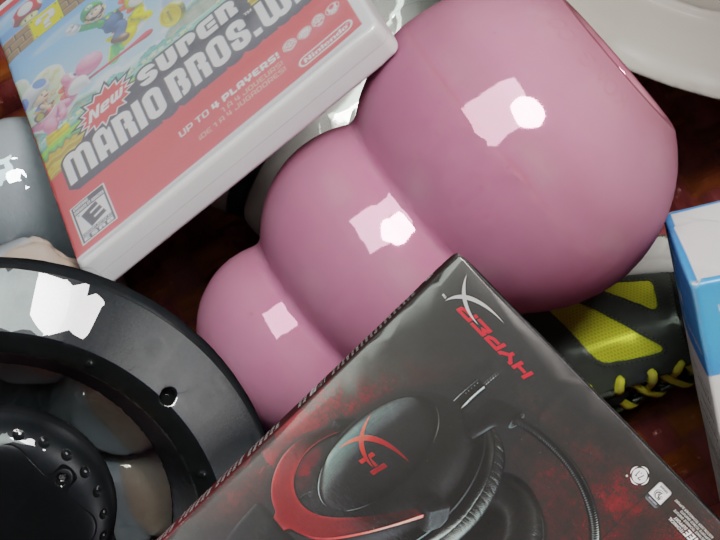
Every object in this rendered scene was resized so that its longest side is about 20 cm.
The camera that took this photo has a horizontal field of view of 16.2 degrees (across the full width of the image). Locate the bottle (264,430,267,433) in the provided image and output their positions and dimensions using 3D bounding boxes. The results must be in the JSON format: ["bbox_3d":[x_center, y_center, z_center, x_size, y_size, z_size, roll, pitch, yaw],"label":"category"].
[{"bbox_3d":[-0.002,0.123,0.984,0.083,0.065,0.200,-23,68,-25],"label":"bottle"}]

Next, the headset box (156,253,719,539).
[{"bbox_3d":[0.012,0.115,0.852,0.200,0.075,0.149,-44,89,1],"label":"headset box"}]

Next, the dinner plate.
[{"bbox_3d":[0.108,-0.134,1.059,0.200,0.200,0.024,41,118,25],"label":"dinner plate"}]

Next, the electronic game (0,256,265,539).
[{"bbox_3d":[-0.131,0.086,0.941,0.200,0.200,0.042,-8,25,5],"label":"electronic game"}]

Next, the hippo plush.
[{"bbox_3d":[-0.132,0.031,1.037,0.159,0.200,0.161,14,39,1],"label":"hippo plush"}]

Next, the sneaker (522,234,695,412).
[{"bbox_3d":[0.108,0.032,1.032,0.200,0.074,0.085,10,71,23],"label":"sneaker"}]

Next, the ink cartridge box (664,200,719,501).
[{"bbox_3d":[0.192,0.066,0.960,0.116,0.200,0.068,-13,25,3],"label":"ink cartridge box"}]

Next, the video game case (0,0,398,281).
[{"bbox_3d":[-0.072,-0.094,0.992,0.143,0.017,0.200,-39,37,9],"label":"video game case"}]

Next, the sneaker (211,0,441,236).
[{"bbox_3d":[0.018,-0.088,1.108,0.080,0.076,0.200,32,77,12],"label":"sneaker"}]

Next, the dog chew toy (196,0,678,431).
[{"bbox_3d":[0.021,-0.013,0.946,0.200,0.125,0.125,-41,62,10],"label":"dog chew toy"}]
